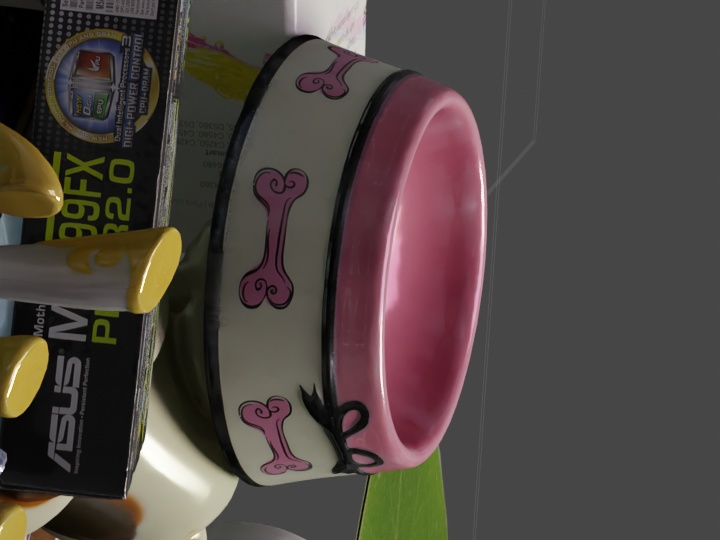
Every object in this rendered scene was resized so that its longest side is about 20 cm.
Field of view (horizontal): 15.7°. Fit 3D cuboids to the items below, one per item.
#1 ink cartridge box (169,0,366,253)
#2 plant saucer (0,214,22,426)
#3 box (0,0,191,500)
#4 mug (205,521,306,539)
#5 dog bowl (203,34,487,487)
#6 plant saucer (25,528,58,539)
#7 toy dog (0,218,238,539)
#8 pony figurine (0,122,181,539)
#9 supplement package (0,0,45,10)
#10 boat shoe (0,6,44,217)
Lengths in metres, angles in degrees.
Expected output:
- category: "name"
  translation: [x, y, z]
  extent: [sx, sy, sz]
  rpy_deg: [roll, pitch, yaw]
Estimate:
- category: "ink cartridge box"
  translation: [-0.081, -0.124, 1.223]
  extent: [0.147, 0.146, 0.200]
  rpy_deg: [-57, 150, -66]
- category: "plant saucer"
  translation: [-0.172, -0.015, 0.959]
  extent: [0.200, 0.036, 0.200]
  rpy_deg: [24, 59, -50]
- category: "box"
  translation: [-0.087, -0.031, 0.894]
  extent: [0.160, 0.044, 0.200]
  rpy_deg: [-128, -136, -85]
- category: "mug"
  translation: [-0.078, 0.259, 1.465]
  extent: [0.153, 0.149, 0.187]
  rpy_deg: [-50, 138, -56]
- category: "dog bowl"
  translation: [0.000, 0.000, 1.143]
  extent: [0.200, 0.074, 0.201]
  rpy_deg: [6, 90, -72]
- category: "plant saucer"
  translation: [-0.165, 0.135, 1.242]
  extent: [0.200, 0.032, 0.201]
  rpy_deg: [7, 90, -79]
- category: "toy dog"
  translation: [-0.139, 0.061, 1.099]
  extent: [0.200, 0.139, 0.194]
  rpy_deg: [0, 88, -65]
- category: "pony figurine"
  translation: [-0.182, 0.019, 0.775]
  extent: [0.167, 0.200, 0.193]
  rpy_deg: [76, 37, -59]
- category: "supplement package"
  translation: [-0.154, -0.207, 0.888]
  extent: [0.120, 0.121, 0.200]
  rpy_deg: [71, 28, -66]
- category: "boat shoe"
  translation: [-0.155, -0.032, 0.905]
  extent: [0.072, 0.059, 0.200]
  rpy_deg: [48, 43, -34]
